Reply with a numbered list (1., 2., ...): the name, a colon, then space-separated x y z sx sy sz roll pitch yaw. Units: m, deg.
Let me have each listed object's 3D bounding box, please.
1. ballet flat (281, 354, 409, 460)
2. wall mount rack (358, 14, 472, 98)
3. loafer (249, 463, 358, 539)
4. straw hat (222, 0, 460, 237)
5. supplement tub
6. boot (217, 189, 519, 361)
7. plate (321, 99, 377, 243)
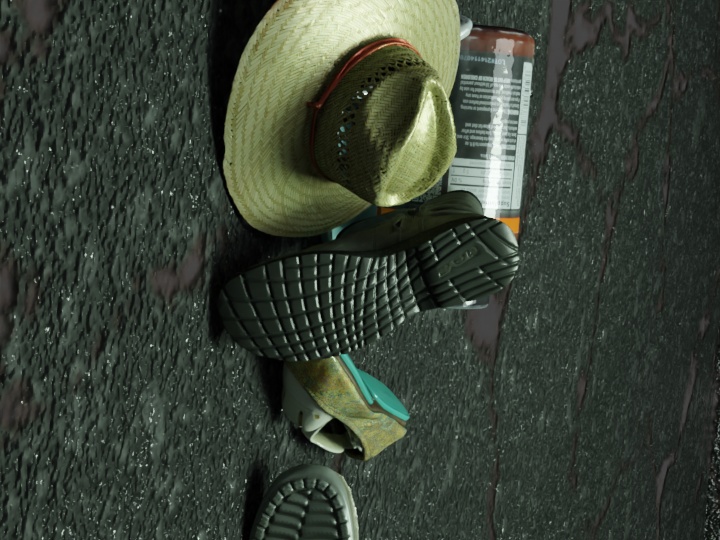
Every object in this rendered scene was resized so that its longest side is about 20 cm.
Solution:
1. ballet flat: -0.020 0.089 1.173 0.200 0.070 0.071 50 50 -63
2. wall mount rack: -0.017 -0.177 1.069 0.173 0.074 0.201 -30 127 -21
3. loafer: -0.037 0.218 1.166 0.070 0.075 0.201 -65 161 -67
4. straw hat: 0.015 -0.089 1.035 0.200 0.085 0.202 -25 134 -28
5. supplement tub: 0.066 -0.076 1.212 0.107 0.106 0.201 -11 108 -69
6. boot: 0.000 0.000 1.099 0.131 0.199 0.068 -135 -148 -74
7. plate: 0.004 -0.069 1.234 0.200 0.025 0.201 7 90 -71
